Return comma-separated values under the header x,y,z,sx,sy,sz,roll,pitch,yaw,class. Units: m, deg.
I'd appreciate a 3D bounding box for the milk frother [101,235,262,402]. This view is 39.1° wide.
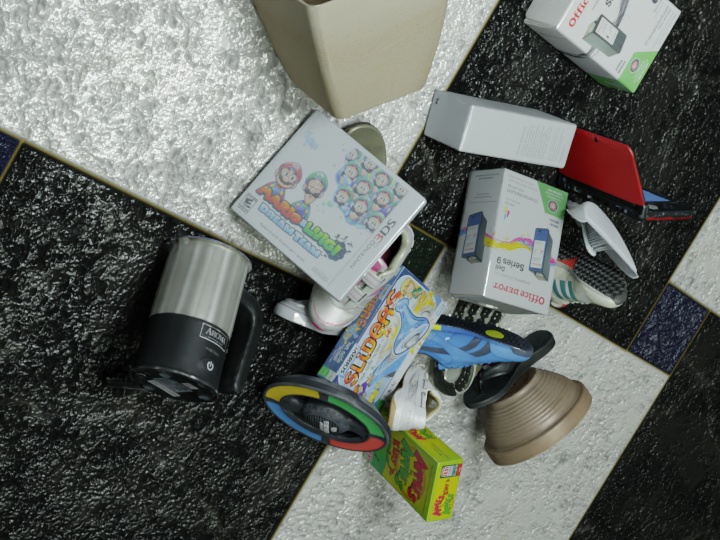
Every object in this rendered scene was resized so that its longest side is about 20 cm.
x,y,z,sx,sy,sz,roll,pitch,yaw,class
-0.249,0.077,1.350,0.181,0.200,0.188,60,38,-57,milk frother

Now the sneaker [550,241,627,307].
x,y,z,sx,sy,sz,roll,pitch,yaw,class
0.348,0.025,1.630,0.070,0.200,0.094,-23,126,-28,sneaker

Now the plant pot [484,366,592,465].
x,y,z,sx,sy,sz,roll,pitch,yaw,class
0.277,0.227,1.693,0.201,0.201,0.093,-38,97,-11,plant pot

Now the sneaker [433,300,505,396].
x,y,z,sx,sy,sz,roll,pitch,yaw,class
0.187,0.111,1.664,0.200,0.077,0.089,-62,157,4,sneaker

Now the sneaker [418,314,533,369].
x,y,z,sx,sy,sz,roll,pitch,yaw,class
0.169,0.122,1.590,0.200,0.066,0.079,12,106,12,sneaker

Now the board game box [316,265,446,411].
x,y,z,sx,sy,sz,roll,pitch,yaw,class
0.035,0.101,1.507,0.135,0.034,0.200,39,81,-47,board game box

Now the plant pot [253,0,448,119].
x,y,z,sx,sy,sz,roll,pitch,yaw,class
-0.013,-0.311,1.286,0.200,0.200,0.177,-23,131,-20,plant pot

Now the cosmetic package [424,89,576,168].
x,y,z,sx,sy,sz,roll,pitch,yaw,class
0.208,-0.209,1.504,0.200,0.101,0.071,5,108,-31,cosmetic package

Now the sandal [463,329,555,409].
x,y,z,sx,sy,sz,roll,pitch,yaw,class
0.240,0.155,1.701,0.200,0.075,0.048,-39,114,-21,sandal

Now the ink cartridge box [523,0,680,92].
x,y,z,sx,sy,sz,roll,pitch,yaw,class
0.366,-0.383,1.532,0.200,0.084,0.146,26,96,-35,ink cartridge box

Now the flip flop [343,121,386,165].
x,y,z,sx,sy,sz,roll,pitch,yaw,class
0.009,-0.115,1.453,0.081,0.058,0.200,-12,116,-26,flip flop

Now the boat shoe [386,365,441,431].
x,y,z,sx,sy,sz,roll,pitch,yaw,class
0.090,0.203,1.561,0.069,0.200,0.071,11,107,10,boat shoe

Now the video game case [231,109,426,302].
x,y,z,sx,sy,sz,roll,pitch,yaw,class
-0.044,-0.089,1.378,0.200,0.024,0.182,40,87,8,video game case

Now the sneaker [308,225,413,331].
x,y,z,sx,sy,sz,roll,pitch,yaw,class
0.000,0.000,1.417,0.081,0.088,0.200,38,83,0,sneaker

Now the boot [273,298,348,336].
x,y,z,sx,sy,sz,roll,pitch,yaw,class
-0.034,0.045,1.497,0.200,0.074,0.096,17,95,-43,boot

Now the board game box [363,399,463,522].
x,y,z,sx,sy,sz,roll,pitch,yaw,class
0.078,0.291,1.578,0.048,0.200,0.102,-1,110,-30,board game box

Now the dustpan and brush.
x,y,z,sx,sy,sz,roll,pitch,yaw,class
0.360,-0.070,1.595,0.057,0.200,0.140,-37,115,24,dustpan and brush

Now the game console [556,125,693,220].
x,y,z,sx,sy,sz,roll,pitch,yaw,class
0.401,-0.160,1.576,0.172,0.200,0.119,-3,112,-29,game console

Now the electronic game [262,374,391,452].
x,y,z,sx,sy,sz,roll,pitch,yaw,class
-0.050,0.212,1.485,0.200,0.200,0.042,47,53,-35,electronic game

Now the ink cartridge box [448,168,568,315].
x,y,z,sx,sy,sz,roll,pitch,yaw,class
0.228,-0.041,1.559,0.145,0.087,0.200,17,82,-35,ink cartridge box
